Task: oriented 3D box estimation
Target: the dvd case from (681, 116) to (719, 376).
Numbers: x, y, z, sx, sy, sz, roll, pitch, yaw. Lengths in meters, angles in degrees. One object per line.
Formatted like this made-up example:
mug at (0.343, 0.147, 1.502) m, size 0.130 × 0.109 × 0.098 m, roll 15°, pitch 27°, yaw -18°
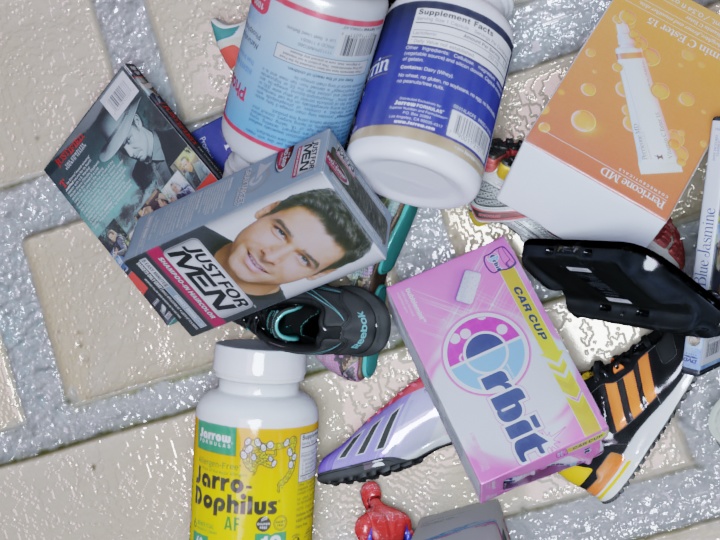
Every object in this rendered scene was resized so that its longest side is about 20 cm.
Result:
dvd case at (0.306, -0.024, 0.892) m, size 0.017 × 0.142 × 0.201 m, roll 13°, pitch 105°, yaw 38°

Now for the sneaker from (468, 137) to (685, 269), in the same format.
sneaker at (0.187, -0.043, 0.965) m, size 0.199 × 0.078 × 0.082 m, roll 24°, pitch 121°, yaw 6°

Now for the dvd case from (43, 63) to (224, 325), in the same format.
dvd case at (-0.195, -0.070, 1.030) m, size 0.200 × 0.022 × 0.146 m, roll 49°, pitch 115°, yaw 9°

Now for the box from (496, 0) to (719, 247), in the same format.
box at (0.217, -0.121, 0.891) m, size 0.124 × 0.098 × 0.200 m, roll 30°, pitch 67°, yaw 8°

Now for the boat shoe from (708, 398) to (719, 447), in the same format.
boat shoe at (0.382, 0.090, 0.931) m, size 0.201 × 0.072 × 0.060 m, roll -40°, pitch 126°, yaw -2°

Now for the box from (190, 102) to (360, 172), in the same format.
box at (-0.083, -0.098, 1.028) m, size 0.199 × 0.032 × 0.122 m, roll -26°, pitch 88°, yaw 10°

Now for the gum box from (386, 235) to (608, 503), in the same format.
gum box at (0.114, 0.086, 0.931) m, size 0.113 × 0.066 × 0.201 m, roll -23°, pitch 65°, yaw -4°

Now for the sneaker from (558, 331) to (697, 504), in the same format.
sneaker at (0.227, 0.098, 0.956) m, size 0.090 × 0.070 × 0.201 m, roll 29°, pitch 99°, yaw 5°

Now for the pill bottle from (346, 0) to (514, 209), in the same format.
pill bottle at (0.066, -0.163, 0.931) m, size 0.115 × 0.116 × 0.201 m, roll 13°, pitch 73°, yaw 10°

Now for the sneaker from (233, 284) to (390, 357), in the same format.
sneaker at (-0.068, 0.031, 0.975) m, size 0.199 × 0.079 × 0.076 m, roll 9°, pitch 99°, yaw 41°

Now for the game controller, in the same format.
game controller at (0.200, 0.010, 0.863) m, size 0.104 × 0.200 × 0.042 m, roll 44°, pitch 79°, yaw -15°

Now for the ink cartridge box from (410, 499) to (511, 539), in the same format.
ink cartridge box at (0.094, 0.291, 0.926) m, size 0.087 × 0.200 × 0.146 m, roll -16°, pitch 89°, yaw 8°

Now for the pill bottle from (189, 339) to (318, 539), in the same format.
pill bottle at (-0.095, 0.167, 1.000) m, size 0.112 × 0.113 × 0.201 m, roll 5°, pitch 93°, yaw 11°

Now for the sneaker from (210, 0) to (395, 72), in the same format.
sneaker at (-0.047, -0.245, 0.993) m, size 0.199 × 0.070 × 0.094 m, roll -34°, pitch 92°, yaw 13°

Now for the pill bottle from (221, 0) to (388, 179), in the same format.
pill bottle at (-0.055, -0.151, 0.928) m, size 0.108 × 0.109 × 0.201 m, roll 24°, pitch 117°, yaw 9°

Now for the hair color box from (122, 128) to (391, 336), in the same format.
hair color box at (-0.085, -0.027, 0.915) m, size 0.199 × 0.061 × 0.099 m, roll -22°, pitch 125°, yaw 24°

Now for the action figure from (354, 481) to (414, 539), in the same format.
action figure at (0.026, 0.286, 0.987) m, size 0.065 × 0.052 × 0.201 m, roll 4°, pitch 62°, yaw -28°

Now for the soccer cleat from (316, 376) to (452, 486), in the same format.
soccer cleat at (0.047, 0.136, 1.000) m, size 0.199 × 0.068 × 0.074 m, roll -24°, pitch 75°, yaw 9°

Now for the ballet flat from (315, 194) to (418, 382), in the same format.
ballet flat at (0.000, 0.000, 1.000) m, size 0.071 × 0.069 × 0.201 m, roll 17°, pitch 100°, yaw 15°
